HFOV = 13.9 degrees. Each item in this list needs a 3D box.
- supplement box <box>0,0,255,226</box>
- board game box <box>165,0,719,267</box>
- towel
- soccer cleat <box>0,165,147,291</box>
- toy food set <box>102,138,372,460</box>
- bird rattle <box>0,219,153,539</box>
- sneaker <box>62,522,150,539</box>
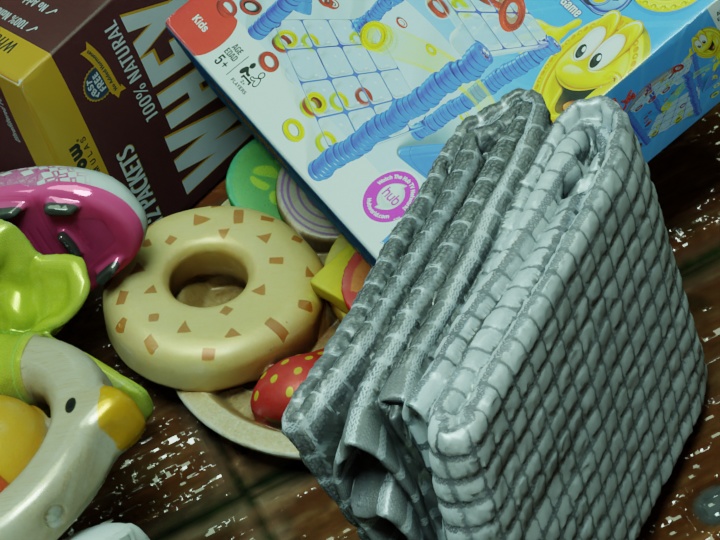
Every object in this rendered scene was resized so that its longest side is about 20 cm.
[{"bbox_3d":[-0.134,-0.137,1.422,0.197,0.133,0.200,28,62,37],"label":"supplement box"},{"bbox_3d":[0.046,-0.103,1.276,0.196,0.056,0.200,-40,51,-3],"label":"board game box"},{"bbox_3d":[0.058,0.052,1.145,0.085,0.166,0.200,7,47,28],"label":"towel"},{"bbox_3d":[-0.175,-0.020,1.341,0.199,0.070,0.087,-18,35,32],"label":"soccer cleat"},{"bbox_3d":[0.000,0.000,1.303,0.200,0.049,0.198,28,62,38],"label":"toy food set"},{"bbox_3d":[-0.176,0.076,1.233,0.200,0.113,0.163,-38,32,-21],"label":"bird rattle"},{"bbox_3d":[-0.163,0.171,1.188,0.080,0.077,0.200,18,55,44],"label":"sneaker"}]
